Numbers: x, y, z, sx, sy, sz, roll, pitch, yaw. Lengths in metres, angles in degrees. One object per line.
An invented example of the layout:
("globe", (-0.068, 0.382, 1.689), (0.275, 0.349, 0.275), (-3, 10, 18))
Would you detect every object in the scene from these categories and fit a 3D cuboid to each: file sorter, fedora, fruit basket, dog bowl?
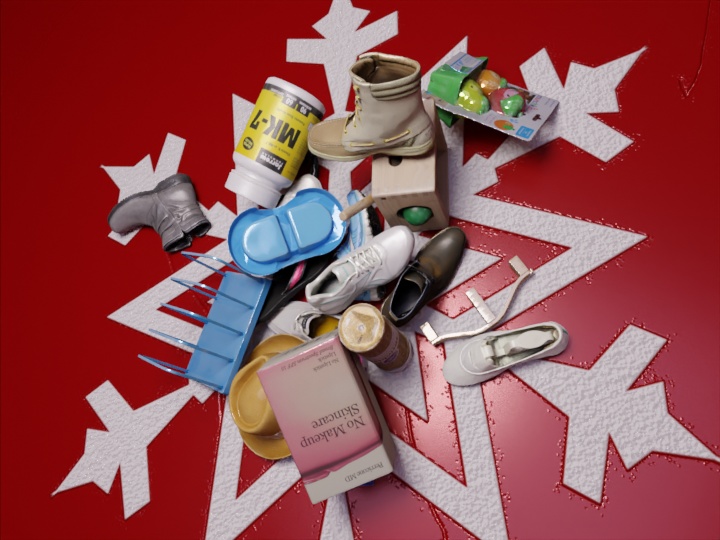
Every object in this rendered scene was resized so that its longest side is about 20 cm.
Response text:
("file sorter", (-0.267, 0.083, 0.982), (0.138, 0.122, 0.203), (7, 73, 47))
("fedora", (-0.151, 0.199, 0.934), (0.198, 0.082, 0.204), (-8, 74, 30))
("fruit basket", (0.216, -0.290, 0.965), (0.198, 0.095, 0.185), (22, 42, 21))
("dog bowl", (-0.121, -0.061, 0.967), (0.198, 0.050, 0.113), (-21, 86, -9))

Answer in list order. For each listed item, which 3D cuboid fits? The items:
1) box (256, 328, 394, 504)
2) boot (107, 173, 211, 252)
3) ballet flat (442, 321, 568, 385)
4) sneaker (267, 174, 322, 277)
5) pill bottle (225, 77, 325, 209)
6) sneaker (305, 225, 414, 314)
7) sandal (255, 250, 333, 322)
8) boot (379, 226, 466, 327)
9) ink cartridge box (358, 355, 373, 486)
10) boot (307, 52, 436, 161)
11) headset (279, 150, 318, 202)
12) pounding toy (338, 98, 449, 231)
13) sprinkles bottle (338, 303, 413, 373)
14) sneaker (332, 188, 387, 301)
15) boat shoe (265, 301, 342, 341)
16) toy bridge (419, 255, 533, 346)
("box", (-0.045, 0.201, 0.833), (0.126, 0.109, 0.202), (-24, 90, 4))
("boot", (-0.398, -0.091, 1.136), (0.198, 0.070, 0.133), (-29, 72, 11))
("ballet flat", (0.214, 0.119, 0.876), (0.197, 0.069, 0.070), (-19, 68, 11))
("sneaker", (-0.131, -0.081, 1.030), (0.074, 0.081, 0.202), (29, 87, 9))
("pill bottle", (-0.150, -0.215, 1.005), (0.113, 0.114, 0.202), (26, 93, 23))
("sneaker", (0.000, 0.000, 0.905), (0.199, 0.080, 0.071), (-38, 70, 9))
("sandal", (-0.122, 0.005, 1.008), (0.200, 0.045, 0.075), (-46, 42, -12))
("boot", (0.106, 0.010, 0.919), (0.074, 0.097, 0.201), (37, 87, 2))
("ink cartridge box", (-0.032, 0.240, 0.931), (0.093, 0.037, 0.203), (-8, 72, 15))
("boot", (0.000, -0.228, 0.822), (0.197, 0.155, 0.073), (1, 64, 17))
("headset", (-0.140, -0.229, 1.109), (0.122, 0.094, 0.203), (-6, 86, 11))
("pounding toy", (0.062, -0.148, 0.944), (0.140, 0.184, 0.203), (-3, 72, 16))
("sprinkles bottle", (0.027, 0.105, 0.864), (0.067, 0.200, 0.069), (-5, 71, 16))
("sneaker", (-0.012, -0.044, 0.994), (0.089, 0.078, 0.203), (-11, 70, 17))
("boat shoe", (-0.080, 0.091, 0.973), (0.198, 0.070, 0.072), (15, 76, 23))
("toy bridge", (0.193, 0.059, 0.922), (0.199, 0.027, 0.068), (-36, 68, 3))
